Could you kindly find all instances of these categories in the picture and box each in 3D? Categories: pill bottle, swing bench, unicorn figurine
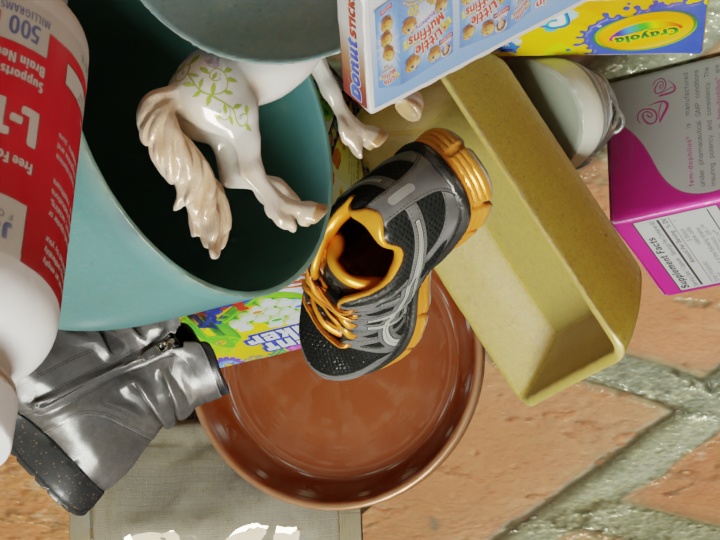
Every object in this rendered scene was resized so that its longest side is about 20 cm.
[{"bbox_3d":[-0.176,-0.020,0.926,0.112,0.201,0.112,1,150,1],"label":"pill bottle"},{"bbox_3d":[-0.090,0.141,1.562,0.198,0.200,0.131,-2,105,5],"label":"swing bench"},{"bbox_3d":[-0.040,-0.106,1.108,0.137,0.200,0.074,49,133,-9],"label":"unicorn figurine"}]

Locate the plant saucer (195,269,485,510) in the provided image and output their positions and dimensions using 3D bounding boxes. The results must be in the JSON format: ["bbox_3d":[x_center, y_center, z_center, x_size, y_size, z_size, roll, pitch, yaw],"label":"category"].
[{"bbox_3d":[-0.015,0.056,1.460,0.199,0.202,0.032,-6,174,13],"label":"plant saucer"}]

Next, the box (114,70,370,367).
[{"bbox_3d":[-0.097,-0.039,1.362,0.199,0.123,0.193,-13,146,23],"label":"box"}]

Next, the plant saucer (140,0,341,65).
[{"bbox_3d":[-0.031,-0.197,1.056,0.200,0.202,0.039,-12,177,22],"label":"plant saucer"}]

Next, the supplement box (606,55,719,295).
[{"bbox_3d":[0.254,-0.068,1.313,0.199,0.102,0.103,-11,148,22],"label":"supplement box"}]

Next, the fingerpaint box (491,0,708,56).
[{"bbox_3d":[0.083,-0.186,1.151,0.199,0.074,0.167,0,149,3],"label":"fingerpaint box"}]

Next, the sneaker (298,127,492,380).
[{"bbox_3d":[0.000,0.000,1.220,0.077,0.078,0.200,-32,160,-36],"label":"sneaker"}]

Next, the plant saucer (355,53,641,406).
[{"bbox_3d":[0.082,-0.031,1.246,0.048,0.200,0.200,-31,176,-15],"label":"plant saucer"}]

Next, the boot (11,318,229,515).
[{"bbox_3d":[-0.179,0.031,1.282,0.132,0.070,0.200,-43,106,0],"label":"boot"}]

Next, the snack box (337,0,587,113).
[{"bbox_3d":[0.077,-0.145,1.022,0.199,0.024,0.072,-29,142,-21],"label":"snack box"}]

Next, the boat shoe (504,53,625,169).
[{"bbox_3d":[0.111,-0.090,1.283,0.071,0.070,0.201,-20,179,-16],"label":"boat shoe"}]

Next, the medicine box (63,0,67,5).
[{"bbox_3d":[-0.185,-0.219,0.986,0.102,0.201,0.182,0,150,3],"label":"medicine box"}]

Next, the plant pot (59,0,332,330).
[{"bbox_3d":[-0.138,-0.060,1.161,0.160,0.202,0.200,-21,143,35],"label":"plant pot"}]
